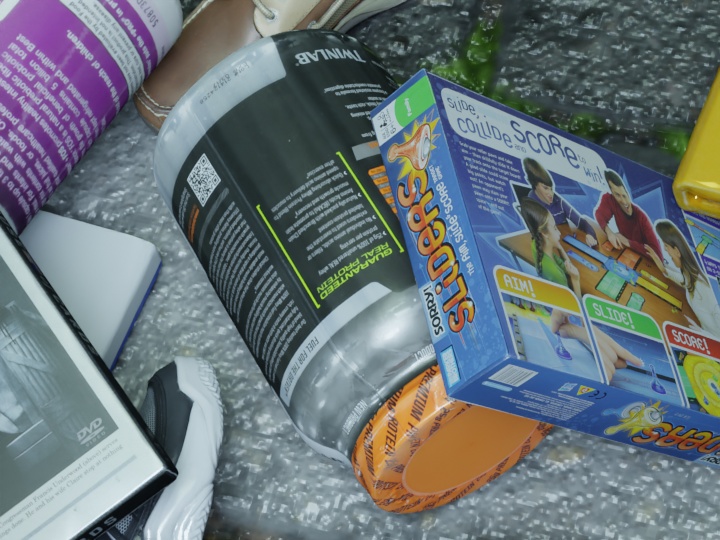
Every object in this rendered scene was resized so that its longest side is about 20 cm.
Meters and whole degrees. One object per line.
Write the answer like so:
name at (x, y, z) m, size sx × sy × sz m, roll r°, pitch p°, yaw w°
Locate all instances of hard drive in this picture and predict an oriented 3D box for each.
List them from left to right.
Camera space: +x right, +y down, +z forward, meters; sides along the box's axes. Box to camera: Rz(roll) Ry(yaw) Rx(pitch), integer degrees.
hard drive at (-0.193, 0.059, 0.854) m, size 0.132 × 0.025 × 0.200 m, roll 15°, pitch 64°, yaw 16°

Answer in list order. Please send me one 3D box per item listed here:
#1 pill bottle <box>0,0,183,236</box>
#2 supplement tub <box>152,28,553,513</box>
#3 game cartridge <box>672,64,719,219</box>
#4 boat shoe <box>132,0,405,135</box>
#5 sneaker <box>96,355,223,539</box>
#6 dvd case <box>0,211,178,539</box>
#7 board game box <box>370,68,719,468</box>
pill bottle at (-0.182, -0.077, 0.847) m, size 0.112 × 0.112 × 0.200 m, roll 29°, pitch 71°, yaw 22°
supplement tub at (0.000, 0.000, 0.805) m, size 0.122 × 0.123 × 0.200 m, roll -27°, pitch 61°, yaw -8°
game cartridge at (0.252, -0.096, 0.798) m, size 0.176 × 0.032 × 0.200 m, roll 16°, pitch 71°, yaw 23°
boat shoe at (-0.038, -0.145, 0.922) m, size 0.200 × 0.072 × 0.076 m, roll -43°, pitch 64°, yaw -16°
sneaker at (-0.127, 0.119, 0.767) m, size 0.114 × 0.076 × 0.200 m, roll 14°, pitch 65°, yaw -5°
dvd case at (-0.188, 0.048, 0.737) m, size 0.150 × 0.025 × 0.200 m, roll -37°, pitch 71°, yaw -3°
board game box at (0.098, 0.005, 0.759) m, size 0.034 × 0.200 × 0.136 m, roll -37°, pitch 52°, yaw 33°
